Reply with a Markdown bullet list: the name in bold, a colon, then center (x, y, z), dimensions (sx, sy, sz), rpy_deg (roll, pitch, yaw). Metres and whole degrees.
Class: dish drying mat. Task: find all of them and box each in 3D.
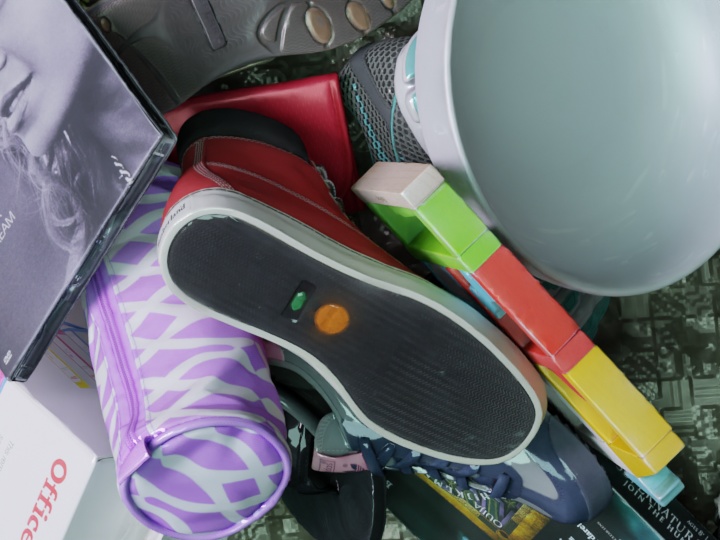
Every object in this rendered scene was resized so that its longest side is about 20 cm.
- **dish drying mat**: center (-0.101, -0.045, 1.386), dimensions (0.199, 0.018, 0.077), rpy_deg (-9, 119, 7)

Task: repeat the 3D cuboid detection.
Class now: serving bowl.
- **serving bowl**: center (0.099, -0.089, 1.321), dimensions (0.066, 0.200, 0.201), rpy_deg (0, 113, 54)

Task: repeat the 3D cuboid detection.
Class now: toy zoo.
- **toy zoo**: center (0.079, 0.030, 1.297), dimensions (0.020, 0.131, 0.200), rpy_deg (-44, 98, -5)

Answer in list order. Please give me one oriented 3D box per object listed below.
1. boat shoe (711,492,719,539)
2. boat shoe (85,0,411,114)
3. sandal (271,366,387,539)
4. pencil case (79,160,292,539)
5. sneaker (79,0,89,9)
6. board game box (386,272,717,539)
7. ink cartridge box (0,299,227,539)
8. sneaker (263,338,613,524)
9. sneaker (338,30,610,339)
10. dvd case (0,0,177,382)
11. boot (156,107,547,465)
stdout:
- **boat shoe**: center (0.201, 0.139, 1.413), dimensions (0.060, 0.074, 0.201), rpy_deg (1, 116, 8)
- **boat shoe**: center (-0.060, -0.131, 1.366), dimensions (0.199, 0.072, 0.076), rpy_deg (-21, 103, -15)
- **sandal**: center (-0.047, 0.052, 1.421), dimensions (0.075, 0.048, 0.201), rpy_deg (-30, 80, 48)
- **pencil case**: center (-0.090, 0.030, 1.308), dimensions (0.084, 0.200, 0.085), rpy_deg (-43, 131, 18)
- **sneaker**: center (-0.162, -0.121, 1.407), dimensions (0.200, 0.075, 0.076), rpy_deg (46, 115, -5)
- **board game box**: center (0.069, 0.103, 1.424), dimensions (0.200, 0.028, 0.135), rpy_deg (46, 137, -4)
- **ink cartridge box**: center (-0.153, 0.099, 1.405), dimensions (0.200, 0.125, 0.129), rpy_deg (40, 115, 32)
- **sneaker**: center (0.020, 0.078, 1.350), dimensions (0.200, 0.082, 0.070), rpy_deg (30, 153, 14)
- **sneaker**: center (0.054, -0.038, 1.395), dimensions (0.091, 0.078, 0.200), rpy_deg (7, 131, 50)
- **dvd case**: center (-0.171, -0.070, 1.330), dimensions (0.149, 0.016, 0.200), rpy_deg (-56, 53, 26)
- **boot**: center (0.000, 0.000, 1.315), dimensions (0.200, 0.144, 0.072), rpy_deg (33, 112, -14)
